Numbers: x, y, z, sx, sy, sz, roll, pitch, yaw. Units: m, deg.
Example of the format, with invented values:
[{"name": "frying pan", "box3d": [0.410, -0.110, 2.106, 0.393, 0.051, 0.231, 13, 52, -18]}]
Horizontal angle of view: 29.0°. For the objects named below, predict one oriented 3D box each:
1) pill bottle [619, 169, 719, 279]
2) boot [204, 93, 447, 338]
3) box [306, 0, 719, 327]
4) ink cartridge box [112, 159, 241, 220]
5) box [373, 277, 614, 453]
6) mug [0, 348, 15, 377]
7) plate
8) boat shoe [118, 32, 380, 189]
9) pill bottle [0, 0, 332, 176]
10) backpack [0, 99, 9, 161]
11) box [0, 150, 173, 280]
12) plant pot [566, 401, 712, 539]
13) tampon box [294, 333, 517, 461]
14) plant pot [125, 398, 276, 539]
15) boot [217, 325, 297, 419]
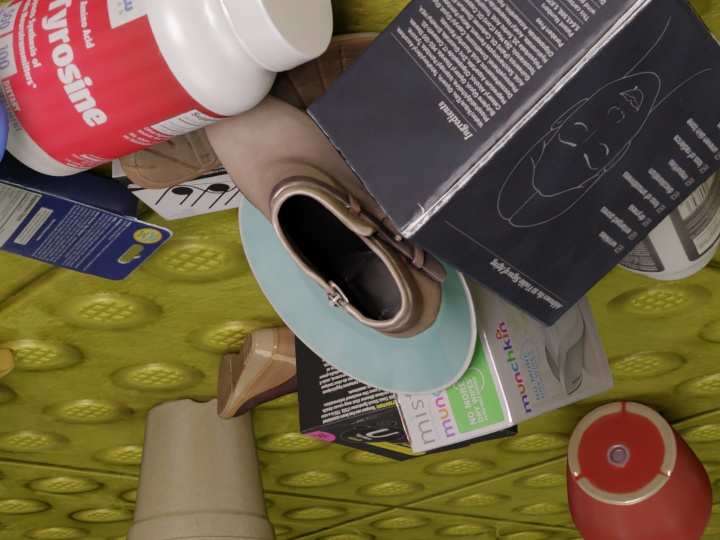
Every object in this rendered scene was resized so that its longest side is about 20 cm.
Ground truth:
[{"name": "pill bottle", "box3d": [0.215, -0.062, 1.037, 0.110, 0.112, 0.200, -11, 157, 18]}, {"name": "boot", "box3d": [-0.029, -0.040, 0.810, 0.070, 0.200, 0.146, -51, 177, 9]}, {"name": "box", "box3d": [0.112, -0.094, 0.840, 0.197, 0.124, 0.200, -46, 145, 11]}, {"name": "ink cartridge box", "box3d": [-0.074, -0.088, 1.034, 0.198, 0.045, 0.094, -10, 159, 16]}, {"name": "box", "box3d": [0.088, 0.019, 1.059, 0.096, 0.202, 0.176, -21, 172, 34]}, {"name": "mug", "box3d": [-0.451, 0.114, 1.409, 0.153, 0.187, 0.149, -30, 115, 33]}, {"name": "plate", "box3d": [0.000, 0.000, 0.957, 0.199, 0.026, 0.201, 26, 140, 24]}, {"name": "boat shoe", "box3d": [-0.072, -0.121, 0.932, 0.199, 0.072, 0.072, -23, 133, -4]}, {"name": "pill bottle", "box3d": [-0.121, -0.134, 0.818, 0.199, 0.113, 0.112, -16, 155, 28]}, {"name": "backpack", "box3d": [-0.293, -0.083, 0.776, 0.199, 0.163, 0.168, 25, 173, 28]}, {"name": "box", "box3d": [-0.258, -0.047, 1.099, 0.199, 0.033, 0.121, 18, 151, -26]}, {"name": "plant pot", "box3d": [0.358, 0.273, 1.845, 0.199, 0.202, 0.178, -10, 149, 15]}, {"name": "tampon box", "box3d": [0.035, 0.042, 1.170, 0.126, 0.202, 0.149, -18, 154, 33]}, {"name": "plant pot", "box3d": [-0.197, 0.262, 1.710, 0.199, 0.185, 0.201, -3, 158, -1]}, {"name": "boot", "box3d": [-0.063, 0.119, 1.521, 0.165, 0.073, 0.200, 7, 153, -20]}]
